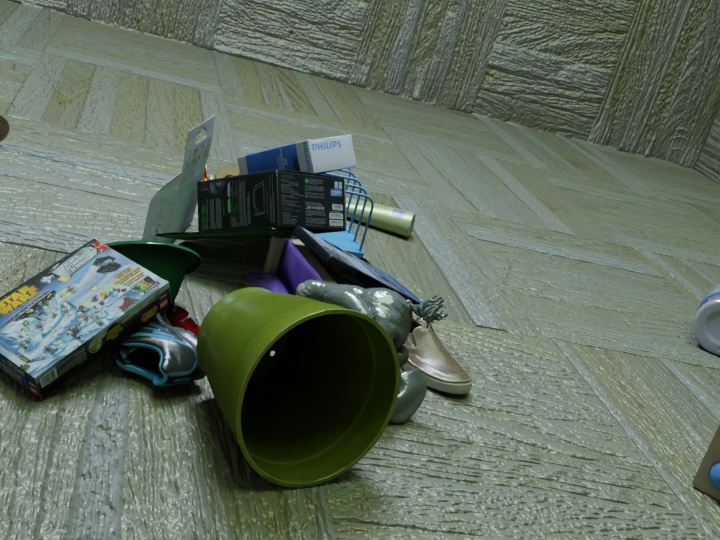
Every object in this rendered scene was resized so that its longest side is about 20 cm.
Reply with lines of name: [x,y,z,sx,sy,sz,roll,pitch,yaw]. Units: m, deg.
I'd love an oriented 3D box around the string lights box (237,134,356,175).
string lights box: [-0.113,-0.190,1.628,0.102,0.059,0.199,-15,7,-42]

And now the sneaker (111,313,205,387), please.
sneaker: [-0.278,0.076,1.137,0.199,0.074,0.082,25,21,23]

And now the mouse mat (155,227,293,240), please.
mouse mat: [-0.206,-0.057,1.482,0.199,0.008,0.161,-1,-1,7]

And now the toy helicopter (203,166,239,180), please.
toy helicopter: [-0.245,-0.140,1.739,0.132,0.079,0.200,20,32,-10]

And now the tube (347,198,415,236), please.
tube: [0.013,-0.119,1.925,0.199,0.052,0.058,16,-22,9]

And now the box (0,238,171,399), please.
box: [-0.341,0.050,1.097,0.136,0.040,0.200,28,47,26]

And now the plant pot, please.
plant pot: [-0.090,0.107,1.060,0.199,0.202,0.193,2,16,-34]

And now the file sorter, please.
file sorter: [-0.068,-0.124,1.759,0.138,0.123,0.200,9,22,-18]

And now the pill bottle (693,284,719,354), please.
pill bottle: [0.722,0.088,1.840,0.112,0.113,0.200,24,21,21]

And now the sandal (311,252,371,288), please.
sandal: [-0.018,-0.002,1.589,0.199,0.045,0.075,25,22,23]

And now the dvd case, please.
dvd case: [0.000,0.000,1.443,0.199,0.018,0.143,28,7,-31]

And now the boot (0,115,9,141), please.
boot: [-0.764,-0.281,1.717,0.199,0.077,0.155,-9,27,-36]

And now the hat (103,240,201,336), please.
hat: [-0.288,0.065,1.239,0.165,0.177,0.200,6,-18,-32]

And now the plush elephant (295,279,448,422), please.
plush elephant: [0.009,0.109,1.200,0.199,0.165,0.155,-8,44,37]

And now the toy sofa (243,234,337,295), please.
toy sofa: [-0.098,0.022,1.408,0.097,0.083,0.200,6,22,-27]

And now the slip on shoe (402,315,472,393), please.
slip on shoe: [0.088,0.108,1.360,0.076,0.061,0.200,0,26,-38]

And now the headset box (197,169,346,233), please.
headset box: [-0.153,-0.106,1.567,0.199,0.093,0.174,-4,-3,39]

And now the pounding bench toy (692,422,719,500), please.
pounding bench toy: [0.570,0.264,1.239,0.199,0.125,0.156,27,23,27]

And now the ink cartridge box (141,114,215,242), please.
ink cartridge box: [-0.297,-0.153,1.538,0.047,0.201,0.160,16,20,1]
